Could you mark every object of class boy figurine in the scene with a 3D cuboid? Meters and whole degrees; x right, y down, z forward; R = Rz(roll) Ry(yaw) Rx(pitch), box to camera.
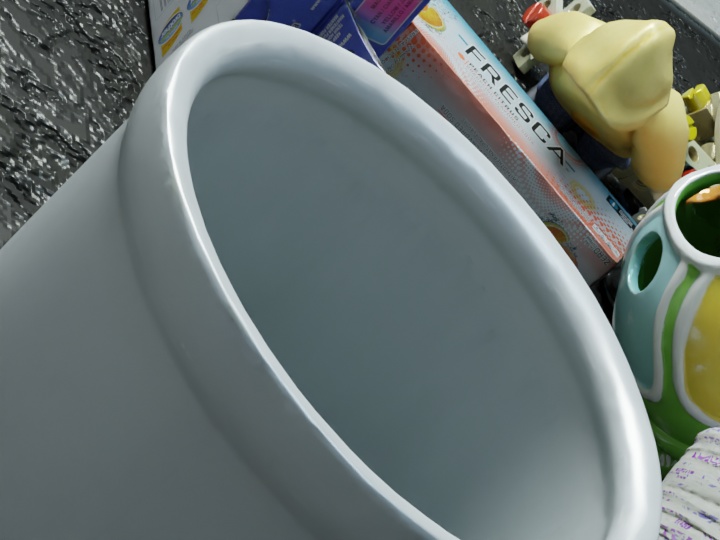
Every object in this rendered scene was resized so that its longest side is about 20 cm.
[{"bbox_3d":[0.135,-0.089,0.989,0.125,0.064,0.200,52,-7,1],"label":"boy figurine"}]

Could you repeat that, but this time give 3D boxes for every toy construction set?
[{"bbox_3d":[0.187,-0.102,1.161,0.199,0.092,0.132,33,55,-15],"label":"toy construction set"}]

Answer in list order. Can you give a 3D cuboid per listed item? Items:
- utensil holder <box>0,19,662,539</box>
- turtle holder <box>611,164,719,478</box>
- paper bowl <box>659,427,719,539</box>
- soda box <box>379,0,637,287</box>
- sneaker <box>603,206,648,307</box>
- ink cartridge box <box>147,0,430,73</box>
[{"bbox_3d":[-0.047,0.063,0.479,0.170,0.200,0.170,35,30,-24],"label":"utensil holder"},{"bbox_3d":[0.187,0.033,0.887,0.186,0.140,0.132,-62,148,-42],"label":"turtle holder"},{"bbox_3d":[0.198,0.167,0.767,0.200,0.105,0.201,40,-6,5],"label":"paper bowl"},{"bbox_3d":[0.058,-0.070,0.957,0.200,0.064,0.068,50,26,-1],"label":"soda box"},{"bbox_3d":[0.193,0.043,1.028,0.073,0.071,0.201,67,1,-47],"label":"sneaker"},{"bbox_3d":[-0.035,-0.147,0.835,0.076,0.136,0.201,24,36,-31],"label":"ink cartridge box"}]
